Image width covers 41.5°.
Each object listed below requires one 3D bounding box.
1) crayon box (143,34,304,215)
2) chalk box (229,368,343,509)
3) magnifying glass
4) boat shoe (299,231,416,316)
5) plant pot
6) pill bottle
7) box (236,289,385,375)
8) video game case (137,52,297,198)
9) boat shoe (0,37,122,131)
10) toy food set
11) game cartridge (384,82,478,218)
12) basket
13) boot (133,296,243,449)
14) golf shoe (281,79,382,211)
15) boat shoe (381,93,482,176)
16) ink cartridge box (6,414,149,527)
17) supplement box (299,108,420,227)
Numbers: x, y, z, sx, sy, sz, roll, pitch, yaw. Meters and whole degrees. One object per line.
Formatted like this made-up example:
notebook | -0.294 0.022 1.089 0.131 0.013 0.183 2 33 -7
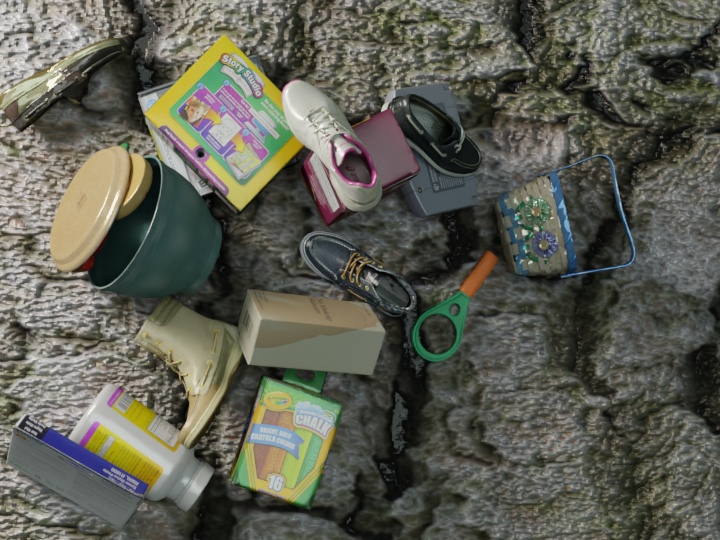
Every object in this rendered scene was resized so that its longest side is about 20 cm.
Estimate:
crayon box | -0.192 -0.216 1.419 0.200 0.058 0.173 45 79 -5
chalk box | -0.104 0.227 1.399 0.123 0.124 0.203 19 84 -9
magnifying glass | 0.153 0.056 1.509 0.079 0.022 0.201 37 83 -5
boat shoe | 0.000 0.000 1.448 0.199 0.091 0.071 32 82 -6
plant pot | -0.284 -0.044 1.365 0.133 0.199 0.203 27 82 -35
pill bottle | -0.312 0.261 1.370 0.199 0.104 0.105 37 81 -6
box | -0.073 0.092 1.396 0.197 0.095 0.079 7 114 -25
video game case | -0.218 -0.216 1.456 0.197 0.025 0.183 -21 90 -10
boat shoe | -0.435 -0.274 1.403 0.199 0.072 0.067 -32 102 -10
toy food set | -0.375 -0.089 1.346 0.048 0.197 0.202 28 91 -35
game cartridge | 0.107 -0.188 1.486 0.132 0.040 0.203 -13 89 -35
basket | 0.316 -0.071 1.483 0.197 0.139 0.179 -16 88 -1
boot | -0.263 0.144 1.381 0.154 0.073 0.202 26 60 -6
golf shoe | -0.033 -0.175 1.252 0.075 0.092 0.201 -37 87 -9
boat shoe | 0.121 -0.202 1.431 0.198 0.060 0.077 20 65 -36
ink cartridge box | -0.390 0.274 1.311 0.198 0.200 0.041 32 58 -7
supplement box | -0.007 -0.146 1.401 0.130 0.200 0.104 -26 91 -11
